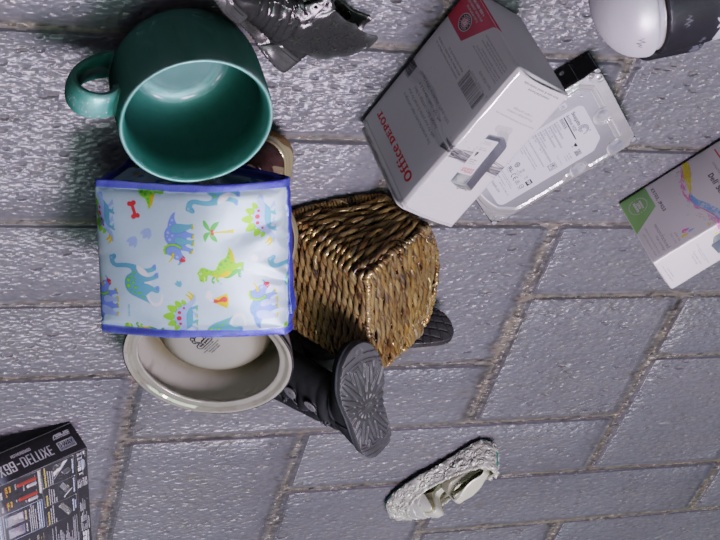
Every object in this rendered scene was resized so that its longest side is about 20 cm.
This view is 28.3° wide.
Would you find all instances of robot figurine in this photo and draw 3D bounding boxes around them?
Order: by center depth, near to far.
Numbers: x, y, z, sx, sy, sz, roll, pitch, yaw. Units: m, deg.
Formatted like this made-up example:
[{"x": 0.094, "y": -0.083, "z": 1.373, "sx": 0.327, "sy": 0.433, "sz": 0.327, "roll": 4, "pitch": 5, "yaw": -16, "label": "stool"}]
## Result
[{"x": 0.337, "y": -0.297, "z": 1.494, "sx": 0.199, "sy": 0.125, "sz": 0.151, "roll": -16, "pitch": 103, "yaw": -7, "label": "robot figurine"}]

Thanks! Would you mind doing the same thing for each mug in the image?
[{"x": -0.181, "y": -0.187, "z": 1.395, "sx": 0.152, "sy": 0.115, "sz": 0.185, "roll": -38, "pitch": 135, "yaw": 19, "label": "mug"}]

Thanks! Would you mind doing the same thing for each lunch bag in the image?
[{"x": -0.165, "y": -0.023, "z": 1.488, "sx": 0.198, "sy": 0.127, "sz": 0.171, "roll": 4, "pitch": 110, "yaw": 15, "label": "lunch bag"}]

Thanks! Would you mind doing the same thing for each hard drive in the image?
[{"x": 0.208, "y": -0.149, "z": 1.654, "sx": 0.199, "sy": 0.038, "sz": 0.140, "roll": -31, "pitch": 137, "yaw": 8, "label": "hard drive"}]

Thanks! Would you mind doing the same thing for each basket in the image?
[{"x": 0.000, "y": 0.000, "z": 1.701, "sx": 0.143, "sy": 0.149, "sz": 0.201, "roll": -40, "pitch": 147, "yaw": -31, "label": "basket"}]

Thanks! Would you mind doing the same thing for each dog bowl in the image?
[{"x": -0.173, "y": 0.077, "z": 1.665, "sx": 0.198, "sy": 0.074, "sz": 0.201, "roll": 2, "pitch": 137, "yaw": 2, "label": "dog bowl"}]

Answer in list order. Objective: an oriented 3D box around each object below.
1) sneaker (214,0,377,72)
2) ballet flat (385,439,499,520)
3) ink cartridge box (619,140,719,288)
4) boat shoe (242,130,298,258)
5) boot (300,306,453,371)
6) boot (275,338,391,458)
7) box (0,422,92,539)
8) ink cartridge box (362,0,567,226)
[{"x": -0.069, "y": -0.265, "z": 1.407, "sx": 0.104, "sy": 0.060, "sz": 0.200, "roll": -31, "pitch": 142, "yaw": 12, "label": "sneaker"}, {"x": 0.119, "y": 0.318, "z": 2.072, "sx": 0.200, "sy": 0.072, "sz": 0.072, "roll": -37, "pitch": 136, "yaw": 17, "label": "ballet flat"}, {"x": 0.434, "y": -0.083, "z": 1.753, "sx": 0.199, "sy": 0.118, "sz": 0.067, "roll": -33, "pitch": 134, "yaw": 12, "label": "ink cartridge box"}, {"x": -0.110, "y": -0.056, "z": 1.572, "sx": 0.072, "sy": 0.072, "sz": 0.201, "roll": 15, "pitch": 132, "yaw": 10, "label": "boat shoe"}, {"x": 0.018, "y": 0.111, "z": 1.827, "sx": 0.198, "sy": 0.070, "sz": 0.132, "roll": -4, "pitch": 139, "yaw": -3, "label": "boot"}, {"x": -0.056, "y": 0.119, "z": 1.713, "sx": 0.065, "sy": 0.200, "sz": 0.166, "roll": -28, "pitch": 128, "yaw": -29, "label": "boot"}, {"x": -0.422, "y": 0.302, "z": 1.808, "sx": 0.157, "sy": 0.050, "sz": 0.201, "roll": -23, "pitch": 141, "yaw": -27, "label": "box"}, {"x": 0.105, "y": -0.169, "z": 1.508, "sx": 0.084, "sy": 0.146, "sz": 0.200, "roll": 20, "pitch": 124, "yaw": -38, "label": "ink cartridge box"}]
